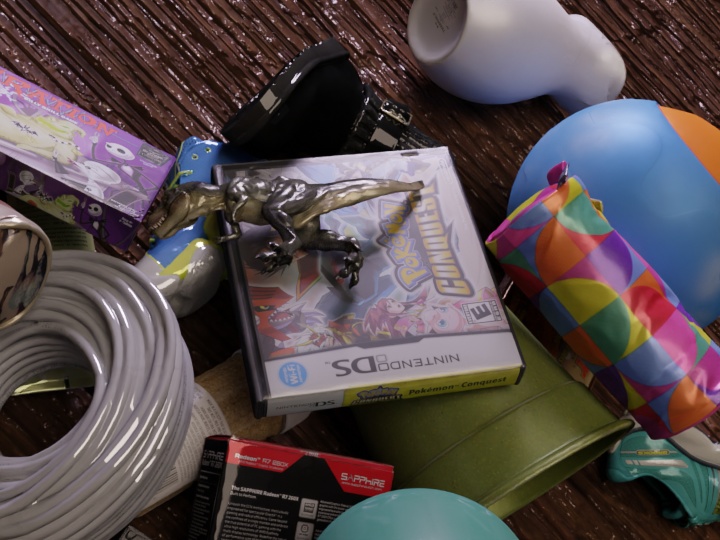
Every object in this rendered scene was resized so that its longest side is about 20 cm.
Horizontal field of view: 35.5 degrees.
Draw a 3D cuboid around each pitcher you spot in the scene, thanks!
[{"bbox_3d":[0.133,-0.228,1.050,0.200,0.121,0.172,6,47,-39],"label":"pitcher"}]

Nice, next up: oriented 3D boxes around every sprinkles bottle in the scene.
[{"bbox_3d":[-0.127,0.116,0.771,0.200,0.068,0.068,-27,85,-35],"label":"sprinkles bottle"}]

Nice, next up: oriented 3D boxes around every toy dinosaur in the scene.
[{"bbox_3d":[-0.040,-0.033,0.755,0.200,0.048,0.088,-4,47,-16],"label":"toy dinosaur"}]

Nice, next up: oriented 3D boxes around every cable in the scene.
[{"bbox_3d":[-0.196,0.083,0.682,0.200,0.069,0.200,-10,56,9],"label":"cable"}]

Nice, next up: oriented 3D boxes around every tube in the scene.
[{"bbox_3d":[-0.217,-0.014,0.790,0.052,0.058,0.200,22,54,-66],"label":"tube"}]

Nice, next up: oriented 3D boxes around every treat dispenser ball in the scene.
[{"bbox_3d":[0.218,-0.037,0.911,0.201,0.201,0.201,12,64,-26],"label":"treat dispenser ball"}]

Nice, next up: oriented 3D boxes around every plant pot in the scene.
[{"bbox_3d":[0.067,0.090,0.840,0.200,0.200,0.190,-19,67,-34],"label":"plant pot"}]

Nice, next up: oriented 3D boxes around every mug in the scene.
[{"bbox_3d":[0.020,0.206,0.675,0.185,0.114,0.152,13,106,-6],"label":"mug"}]

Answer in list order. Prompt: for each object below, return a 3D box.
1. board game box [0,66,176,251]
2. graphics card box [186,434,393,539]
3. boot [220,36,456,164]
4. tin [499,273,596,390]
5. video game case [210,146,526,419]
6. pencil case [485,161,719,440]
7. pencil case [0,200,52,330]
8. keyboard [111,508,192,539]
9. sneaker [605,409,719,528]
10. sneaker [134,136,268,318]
[{"bbox_3d":[-0.224,-0.090,0.728,0.200,0.032,0.120,27,19,-10],"label":"board game box"},{"bbox_3d":[-0.056,0.216,0.735,0.125,0.051,0.200,15,78,-26],"label":"graphics card box"},{"bbox_3d":[-0.007,-0.099,0.890,0.158,0.079,0.211,48,30,-4],"label":"boot"},{"bbox_3d":[0.163,0.052,0.984,0.112,0.042,0.200,39,55,-6],"label":"tin"},{"bbox_3d":[0.000,0.000,0.778,0.180,0.026,0.200,-6,55,-13],"label":"video game case"},{"bbox_3d":[0.177,0.021,0.787,0.088,0.088,0.200,-36,87,-36],"label":"pencil case"},{"bbox_3d":[-0.281,-0.031,0.684,0.200,0.090,0.078,30,6,27],"label":"pencil case"},{"bbox_3d":[-0.087,0.238,0.772,0.200,0.021,0.127,37,63,-13],"label":"keyboard"},{"bbox_3d":[0.300,0.192,0.997,0.200,0.077,0.080,29,77,-11],"label":"sneaker"},{"bbox_3d":[-0.129,-0.035,0.841,0.105,0.076,0.200,47,47,10],"label":"sneaker"}]
